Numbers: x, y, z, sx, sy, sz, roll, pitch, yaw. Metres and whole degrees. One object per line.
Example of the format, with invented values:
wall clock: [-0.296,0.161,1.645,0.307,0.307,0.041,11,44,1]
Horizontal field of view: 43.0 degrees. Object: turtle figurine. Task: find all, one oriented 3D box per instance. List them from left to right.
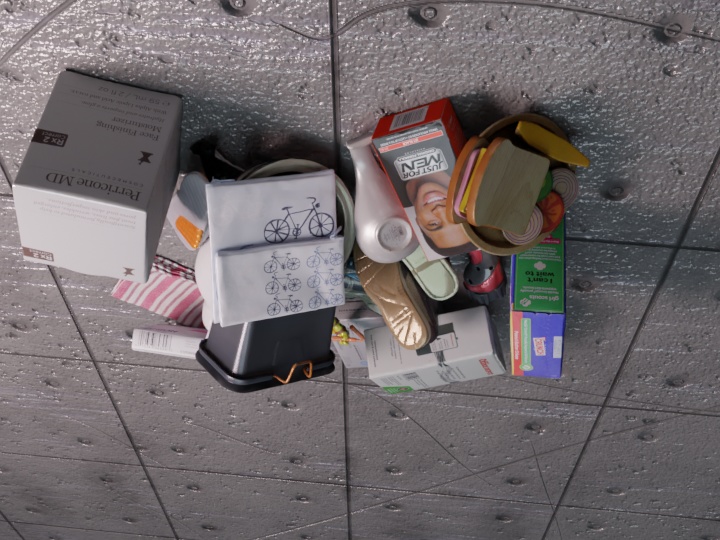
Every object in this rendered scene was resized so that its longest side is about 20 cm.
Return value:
turtle figurine: [-0.091,0.052,1.490,0.200,0.064,0.161,43,141,-23]

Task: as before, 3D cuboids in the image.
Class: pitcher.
pitcher: [-0.203,0.036,1.404,0.121,0.172,0.200,17,144,-4]

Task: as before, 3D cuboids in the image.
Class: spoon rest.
spoon rest: [0.027,-0.099,1.242,0.099,0.061,0.200,-22,120,-3]

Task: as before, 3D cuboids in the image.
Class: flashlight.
flashlight: [0.166,-0.033,1.341,0.068,0.068,0.200,33,160,41]

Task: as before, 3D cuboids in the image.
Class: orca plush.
orca plush: [-0.159,-0.102,1.291,0.105,0.071,0.200,-12,140,25]

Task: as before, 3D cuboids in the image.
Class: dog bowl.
dog bowl: [-0.109,-0.063,1.259,0.200,0.200,0.074,31,-178,-30]

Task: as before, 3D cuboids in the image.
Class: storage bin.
storage bin: [-0.121,0.082,1.328,0.200,0.145,0.135,-9,122,-39]

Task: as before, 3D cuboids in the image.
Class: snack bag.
snack bag: [-0.109,-0.033,1.214,0.188,0.021,0.201,-8,110,-22]

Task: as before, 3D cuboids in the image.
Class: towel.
towel: [-0.310,0.047,1.559,0.200,0.030,0.146,25,141,-24]

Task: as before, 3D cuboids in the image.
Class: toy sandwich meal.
toy sandwich meal: [0.202,-0.105,1.146,0.205,0.205,0.070,34,180,-33]

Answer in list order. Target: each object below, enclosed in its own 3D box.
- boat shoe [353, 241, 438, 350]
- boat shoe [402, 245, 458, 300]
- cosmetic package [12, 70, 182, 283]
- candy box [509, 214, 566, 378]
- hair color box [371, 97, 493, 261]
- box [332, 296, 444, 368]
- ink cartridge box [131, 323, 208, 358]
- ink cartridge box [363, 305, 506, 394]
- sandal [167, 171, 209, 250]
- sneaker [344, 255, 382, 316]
boat shoe: [0.054,0.025,1.356,0.072,0.200,0.065,-36,161,25]
boat shoe: [0.082,-0.052,1.321,0.074,0.066,0.200,-31,110,13]
cosmetic package: [-0.334,-0.119,1.189,0.164,0.200,0.165,11,144,-6]
candy box: [0.249,0.024,1.285,0.077,0.200,0.169,0,144,9]
hair color box: [0.102,-0.115,1.195,0.101,0.061,0.200,-13,124,25]
box: [0.052,0.110,1.574,0.199,0.041,0.156,-6,142,15]
ink cartridge box: [-0.266,0.122,1.570,0.196,0.043,0.200,7,-178,5]
ink cartridge box: [0.121,0.130,1.456,0.199,0.083,0.147,-12,159,11]
sandal: [-0.225,-0.091,1.310,0.079,0.059,0.207,57,152,2]
sneaker: [0.000,0.000,1.422,0.200,0.078,0.086,21,113,-6]
